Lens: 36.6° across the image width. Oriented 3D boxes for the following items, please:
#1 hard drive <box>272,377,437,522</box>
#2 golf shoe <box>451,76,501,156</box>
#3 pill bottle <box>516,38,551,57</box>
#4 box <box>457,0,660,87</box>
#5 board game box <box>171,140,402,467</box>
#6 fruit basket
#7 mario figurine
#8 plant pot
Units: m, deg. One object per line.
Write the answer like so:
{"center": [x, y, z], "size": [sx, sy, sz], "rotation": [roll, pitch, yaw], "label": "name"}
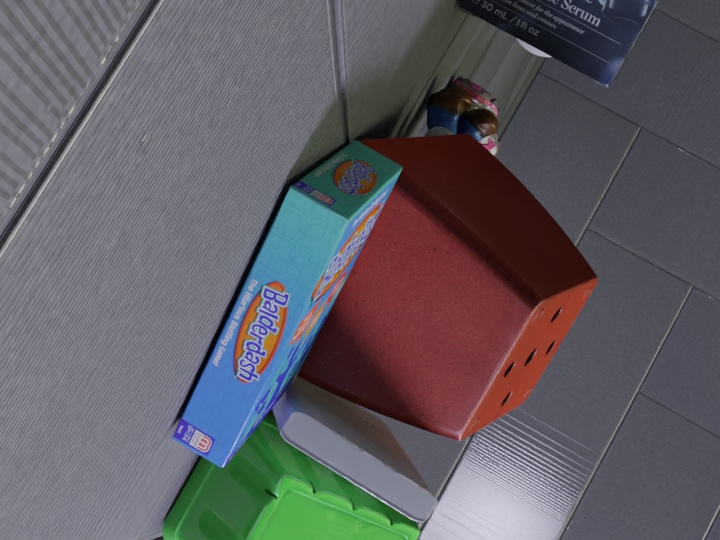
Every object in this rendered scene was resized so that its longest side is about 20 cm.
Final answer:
{"center": [-0.016, 0.132, 0.895], "size": [0.027, 0.132, 0.200], "rotation": [-56, -168, 1], "label": "hard drive"}
{"center": [0.111, -0.149, 1.262], "size": [0.092, 0.073, 0.200], "rotation": [-54, 164, -5], "label": "golf shoe"}
{"center": [0.229, -0.321, 1.202], "size": [0.111, 0.111, 0.200], "rotation": [-59, 174, -19], "label": "pill bottle"}
{"center": [0.197, -0.283, 0.905], "size": [0.200, 0.148, 0.107], "rotation": [-65, 174, 34], "label": "box"}
{"center": [-0.047, 0.019, 0.755], "size": [0.200, 0.045, 0.152], "rotation": [-63, 174, 23], "label": "board game box"}
{"center": [-0.067, 0.195, 0.976], "size": [0.156, 0.215, 0.216], "rotation": [-60, 175, 0], "label": "fruit basket"}
{"center": [0.101, -0.072, 1.051], "size": [0.106, 0.123, 0.200], "rotation": [144, -43, -69], "label": "mario figurine"}
{"center": [0.070, 0.021, 0.887], "size": [0.200, 0.176, 0.200], "rotation": [-14, 135, -57], "label": "plant pot"}
